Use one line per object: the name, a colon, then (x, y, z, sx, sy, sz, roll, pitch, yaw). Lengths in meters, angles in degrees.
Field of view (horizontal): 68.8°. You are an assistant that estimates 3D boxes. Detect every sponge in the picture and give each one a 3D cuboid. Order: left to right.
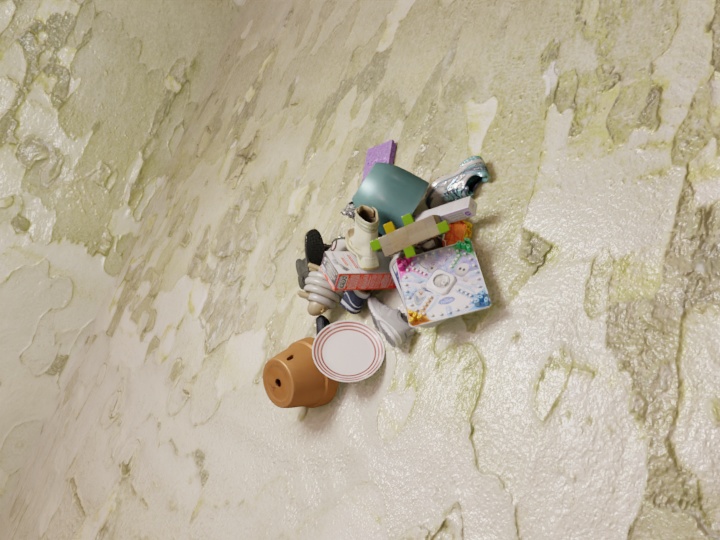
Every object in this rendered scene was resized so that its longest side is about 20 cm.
sponge: (0.057, -0.332, 1.748, 0.111, 0.030, 0.201, -10, 61, 40)

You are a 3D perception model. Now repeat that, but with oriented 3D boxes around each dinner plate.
dinner plate: (-0.033, 0.223, 1.447, 0.199, 0.024, 0.201, 1, 47, -1)

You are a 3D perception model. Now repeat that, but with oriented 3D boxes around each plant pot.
plant pot: (-0.178, 0.299, 1.476, 0.200, 0.140, 0.201, 7, 101, 41)
plant pot: (0.073, -0.212, 1.500, 0.201, 0.161, 0.201, -55, 6, 9)

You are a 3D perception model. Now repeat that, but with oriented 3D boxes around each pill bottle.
pill bottle: (0.154, 0.048, 1.377, 0.111, 0.111, 0.200, -39, 46, 21)

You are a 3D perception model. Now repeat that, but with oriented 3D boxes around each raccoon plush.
raccoon plush: (-0.004, -0.147, 1.662, 0.134, 0.097, 0.201, -19, 55, 45)

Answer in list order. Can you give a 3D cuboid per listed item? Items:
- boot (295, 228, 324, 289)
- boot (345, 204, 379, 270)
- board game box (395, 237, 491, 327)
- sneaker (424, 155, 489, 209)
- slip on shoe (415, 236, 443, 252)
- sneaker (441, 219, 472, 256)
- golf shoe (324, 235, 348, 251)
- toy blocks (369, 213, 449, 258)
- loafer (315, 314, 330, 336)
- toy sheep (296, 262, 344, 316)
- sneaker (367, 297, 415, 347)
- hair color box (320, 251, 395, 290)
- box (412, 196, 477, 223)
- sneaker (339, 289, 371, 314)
boot: (-0.176, -0.032, 1.712, 0.130, 0.068, 0.201, 2, 99, 53)
boot: (0.006, -0.111, 1.446, 0.200, 0.072, 0.155, -118, 23, -55)
board game box: (0.196, 0.025, 1.288, 0.199, 0.026, 0.201, -16, 54, 10)
sneaker: (0.266, -0.229, 1.455, 0.200, 0.078, 0.087, -39, 49, 21)
slip on shoe: (0.169, -0.092, 1.479, 0.076, 0.061, 0.200, -51, 42, 9)
sneaker: (0.258, -0.090, 1.386, 0.077, 0.073, 0.201, -20, 56, 30)
golf shoe: (-0.070, -0.057, 1.690, 0.200, 0.077, 0.088, -20, 72, 46)
toy blocks: (0.139, -0.091, 1.355, 0.199, 0.137, 0.100, -23, 87, 20)
loafer: (-0.110, 0.225, 1.562, 0.070, 0.068, 0.201, -28, 53, 20)
toy sheep: (-0.110, 0.045, 1.605, 0.138, 0.138, 0.201, 11, 77, 46)
sneaker: (0.082, 0.134, 1.446, 0.082, 0.075, 0.200, -24, 38, -11)
hair color box: (0.000, 0.000, 1.485, 0.111, 0.199, 0.064, 55, 135, 46)
box: (0.212, -0.144, 1.395, 0.200, 0.039, 0.042, -16, 47, 40)
sneaker: (-0.018, 0.045, 1.575, 0.200, 0.070, 0.109, -97, 29, -55)
